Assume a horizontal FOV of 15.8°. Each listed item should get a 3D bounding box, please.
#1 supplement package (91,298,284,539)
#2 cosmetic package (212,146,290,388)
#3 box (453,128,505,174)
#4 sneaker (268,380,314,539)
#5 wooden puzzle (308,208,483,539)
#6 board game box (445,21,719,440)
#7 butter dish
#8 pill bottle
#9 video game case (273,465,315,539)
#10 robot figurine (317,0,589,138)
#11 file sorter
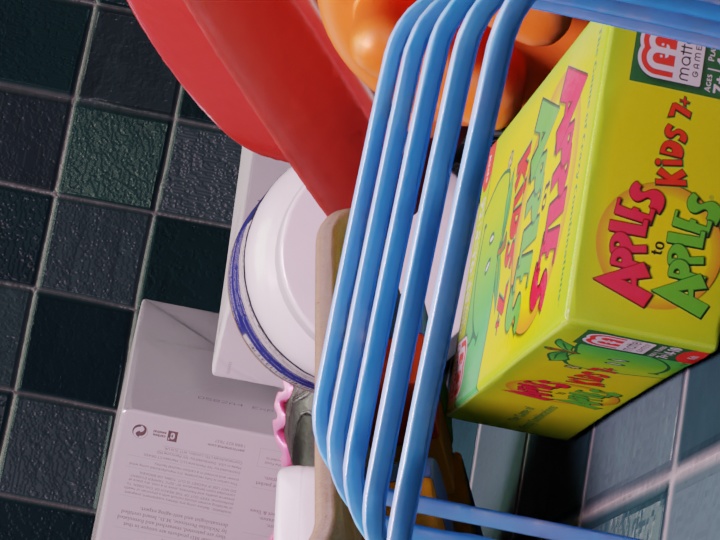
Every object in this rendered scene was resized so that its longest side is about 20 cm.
[{"bbox_3d":[-0.076,0.148,1.498,0.151,0.151,0.200,-91,13,-67],"label":"supplement package"},{"bbox_3d":[-0.016,-0.027,1.467,0.081,0.113,0.200,106,170,-46],"label":"cosmetic package"},{"bbox_3d":[0.048,-0.124,1.321,0.200,0.050,0.158,125,156,-76],"label":"box"},{"bbox_3d":[-0.005,0.127,1.342,0.095,0.079,0.200,31,112,61],"label":"sneaker"},{"bbox_3d":[0.019,0.103,0.925,0.200,0.046,0.186,-83,-17,-53],"label":"wooden puzzle"},{"bbox_3d":[0.074,-0.011,0.843,0.200,0.048,0.102,125,156,-76],"label":"board game box"},{"bbox_3d":[-0.034,-0.136,1.111,0.148,0.200,0.200,0,45,43],"label":"butter dish"},{"bbox_3d":[0.000,0.000,1.222,0.200,0.115,0.116,152,130,-82],"label":"pill bottle"},{"bbox_3d":[-0.006,0.187,0.979,0.182,0.023,0.200,49,-138,-71],"label":"video game case"},{"bbox_3d":[0.045,-0.130,0.981,0.200,0.116,0.144,-75,-26,-56],"label":"robot figurine"},{"bbox_3d":[0.064,0.009,0.535,0.200,0.122,0.139,-144,64,-83],"label":"file sorter"}]
